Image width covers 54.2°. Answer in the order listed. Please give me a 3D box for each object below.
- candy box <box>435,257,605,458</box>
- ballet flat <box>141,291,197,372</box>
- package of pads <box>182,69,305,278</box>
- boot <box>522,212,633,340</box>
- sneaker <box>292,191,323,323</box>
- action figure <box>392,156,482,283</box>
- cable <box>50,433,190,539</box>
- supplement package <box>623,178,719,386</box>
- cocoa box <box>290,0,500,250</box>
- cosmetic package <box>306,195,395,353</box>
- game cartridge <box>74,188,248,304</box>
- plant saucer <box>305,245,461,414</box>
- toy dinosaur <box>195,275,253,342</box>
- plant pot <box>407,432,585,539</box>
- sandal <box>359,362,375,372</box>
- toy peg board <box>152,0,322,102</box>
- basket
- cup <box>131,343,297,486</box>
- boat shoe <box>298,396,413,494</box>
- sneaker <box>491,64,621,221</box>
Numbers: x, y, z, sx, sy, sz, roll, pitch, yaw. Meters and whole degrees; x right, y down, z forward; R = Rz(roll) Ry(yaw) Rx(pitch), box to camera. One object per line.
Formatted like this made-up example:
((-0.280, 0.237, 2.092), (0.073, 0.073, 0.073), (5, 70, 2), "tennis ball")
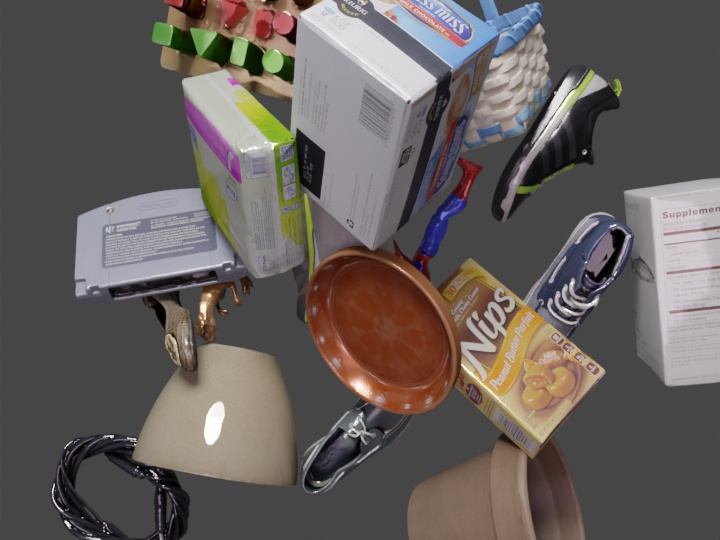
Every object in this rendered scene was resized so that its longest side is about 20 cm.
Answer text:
((0.156, 0.093, 0.788), (0.115, 0.056, 0.200), (-38, 66, -23), "candy box")
((-0.227, 0.059, 0.830), (0.045, 0.200, 0.069), (-8, 118, -21), "ballet flat")
((-0.128, -0.104, 0.757), (0.067, 0.200, 0.157), (-18, 130, -21), "package of pads")
((0.240, 0.027, 0.809), (0.072, 0.090, 0.203), (25, 102, 3), "boot")
((-0.068, -0.037, 0.860), (0.079, 0.074, 0.205), (6, 99, 24), "sneaker")
((0.061, -0.046, 0.836), (0.097, 0.065, 0.204), (20, 100, -3), "action figure")
((-0.327, 0.306, 0.953), (0.162, 0.051, 0.201), (-38, 92, 12), "cable")
((0.368, 0.008, 0.775), (0.114, 0.117, 0.205), (-7, 98, 9), "supplement package")
((0.022, -0.150, 0.664), (0.133, 0.202, 0.131), (40, 59, 18), "cocoa box")
((0.000, 0.000, 0.815), (0.081, 0.050, 0.204), (10, 121, 36), "cosmetic package")
((-0.237, -0.035, 0.841), (0.195, 0.135, 0.042), (-9, 140, -7), "game cartridge")
((0.025, 0.066, 0.777), (0.197, 0.032, 0.204), (21, 128, 29), "plant saucer")
((-0.182, -0.013, 0.868), (0.061, 0.104, 0.203), (-47, 49, 40), "toy dinosaur")
((0.154, 0.297, 0.832), (0.172, 0.200, 0.204), (-18, 97, 29), "plant pot")
((0.090, 0.104, 0.854), (0.195, 0.075, 0.049), (2, 83, 7), "sandal")
((-0.133, -0.314, 0.802), (0.195, 0.098, 0.204), (15, 101, 5), "toy peg board")
((0.114, -0.239, 0.734), (0.137, 0.176, 0.203), (-7, 114, 36), "basket")
((-0.161, 0.170, 0.852), (0.195, 0.201, 0.147), (9, 77, 6), "cup")
((-0.001, 0.211, 0.886), (0.199, 0.062, 0.073), (-42, 92, 12), "boat shoe")
((0.224, -0.133, 0.795), (0.082, 0.072, 0.202), (31, 102, 0), "sneaker")
